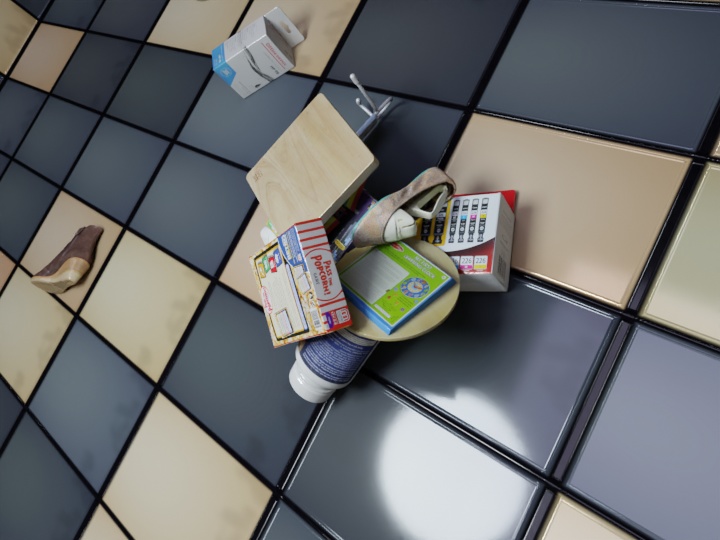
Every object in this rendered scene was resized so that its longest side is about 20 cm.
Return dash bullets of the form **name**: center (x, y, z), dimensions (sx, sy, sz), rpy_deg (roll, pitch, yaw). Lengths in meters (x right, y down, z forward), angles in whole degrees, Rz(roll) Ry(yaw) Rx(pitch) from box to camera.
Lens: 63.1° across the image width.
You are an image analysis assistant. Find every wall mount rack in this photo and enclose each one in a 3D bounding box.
- **wall mount rack**: center (-0.027, -0.278, 1.109), dimensions (0.074, 0.174, 0.201), rpy_deg (42, 93, 0)

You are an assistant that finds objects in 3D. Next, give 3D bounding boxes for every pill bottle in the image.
- **pill bottle**: center (-0.038, 0.118, 0.953), dimensions (0.202, 0.109, 0.112), rpy_deg (-57, 49, 28)

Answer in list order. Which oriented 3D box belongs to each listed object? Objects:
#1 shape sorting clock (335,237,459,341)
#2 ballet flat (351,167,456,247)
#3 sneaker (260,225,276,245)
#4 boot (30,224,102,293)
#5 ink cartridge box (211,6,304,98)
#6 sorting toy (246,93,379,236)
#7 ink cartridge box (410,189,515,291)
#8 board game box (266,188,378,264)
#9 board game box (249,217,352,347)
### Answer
- **shape sorting clock**: center (0.048, 0.023, 0.864), dimensions (0.195, 0.040, 0.203), rpy_deg (-7, 47, 7)
- **ballet flat**: center (0.073, -0.091, 0.890), dimensions (0.067, 0.069, 0.199), rpy_deg (35, 64, 31)
- **sneaker**: center (-0.152, -0.010, 1.132), dimensions (0.087, 0.074, 0.201), rpy_deg (-46, 53, 12)
- **boot**: center (-0.769, -0.031, 1.545), dimensions (0.196, 0.072, 0.169), rpy_deg (-9, 54, 30)
- **ink cartridge box**: center (-0.234, -0.504, 1.366), dimensions (0.197, 0.115, 0.068), rpy_deg (-24, 58, 22)
- **sorting toy**: center (-0.073, -0.155, 0.980), dimensions (0.199, 0.069, 0.201), rpy_deg (-44, 53, 13)
- **ink cartridge box**: center (0.143, -0.063, 0.960), dimensions (0.196, 0.084, 0.179), rpy_deg (-2, 69, 32)
- **board game box**: center (-0.058, -0.088, 1.023), dimensions (0.167, 0.056, 0.200), rpy_deg (-54, 51, 9)
- **board game box**: center (-0.096, 0.026, 0.867), dimensions (0.199, 0.046, 0.155), rpy_deg (-22, 84, 59)
